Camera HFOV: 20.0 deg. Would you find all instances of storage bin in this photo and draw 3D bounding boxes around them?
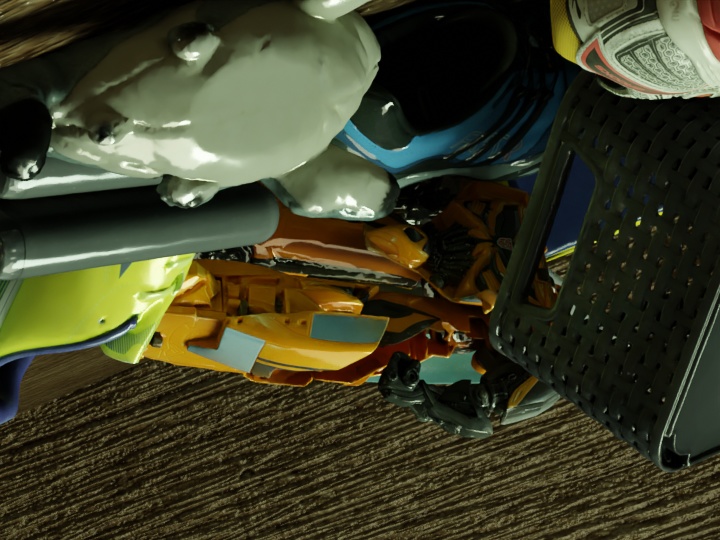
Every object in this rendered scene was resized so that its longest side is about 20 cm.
[{"bbox_3d":[0.160,-0.016,0.824,0.199,0.094,0.136,-14,129,-45],"label":"storage bin"}]

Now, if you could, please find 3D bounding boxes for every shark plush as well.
[{"bbox_3d":[-0.066,-0.047,0.625,0.199,0.092,0.083,-26,-147,-36],"label":"shark plush"}]

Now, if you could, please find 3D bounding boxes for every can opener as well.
[{"bbox_3d":[-0.114,-0.029,0.653,0.199,0.053,0.066,-7,-153,-35],"label":"can opener"}]

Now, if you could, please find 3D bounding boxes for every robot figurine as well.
[{"bbox_3d":[0.000,0.000,0.864,0.198,0.146,0.058,6,136,-16],"label":"robot figurine"}]

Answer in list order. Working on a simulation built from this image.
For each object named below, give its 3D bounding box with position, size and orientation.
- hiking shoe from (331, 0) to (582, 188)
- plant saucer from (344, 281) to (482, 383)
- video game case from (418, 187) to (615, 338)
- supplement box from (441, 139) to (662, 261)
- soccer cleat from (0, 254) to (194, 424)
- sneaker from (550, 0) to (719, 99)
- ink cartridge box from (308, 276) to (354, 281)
[{"bbox_3d":[0.054,-0.077,0.842,0.199,0.075,0.087,-24,174,-34],"label":"hiking shoe"},{"bbox_3d":[0.001,0.031,1.005,0.198,0.028,0.200,3,171,0],"label":"plant saucer"},{"bbox_3d":[0.039,-0.005,1.068,0.023,0.199,0.182,-54,-175,-12],"label":"video game case"},{"bbox_3d":[0.100,-0.064,1.084,0.109,0.110,0.200,-21,178,-13],"label":"supplement box"},{"bbox_3d":[-0.084,-0.014,0.766,0.200,0.084,0.065,-34,171,19],"label":"soccer cleat"},{"bbox_3d":[0.118,-0.095,0.696,0.082,0.079,0.200,1,-178,22],"label":"sneaker"},{"bbox_3d":[-0.111,0.005,1.062,0.197,0.044,0.200,-4,173,-24],"label":"ink cartridge box"}]
